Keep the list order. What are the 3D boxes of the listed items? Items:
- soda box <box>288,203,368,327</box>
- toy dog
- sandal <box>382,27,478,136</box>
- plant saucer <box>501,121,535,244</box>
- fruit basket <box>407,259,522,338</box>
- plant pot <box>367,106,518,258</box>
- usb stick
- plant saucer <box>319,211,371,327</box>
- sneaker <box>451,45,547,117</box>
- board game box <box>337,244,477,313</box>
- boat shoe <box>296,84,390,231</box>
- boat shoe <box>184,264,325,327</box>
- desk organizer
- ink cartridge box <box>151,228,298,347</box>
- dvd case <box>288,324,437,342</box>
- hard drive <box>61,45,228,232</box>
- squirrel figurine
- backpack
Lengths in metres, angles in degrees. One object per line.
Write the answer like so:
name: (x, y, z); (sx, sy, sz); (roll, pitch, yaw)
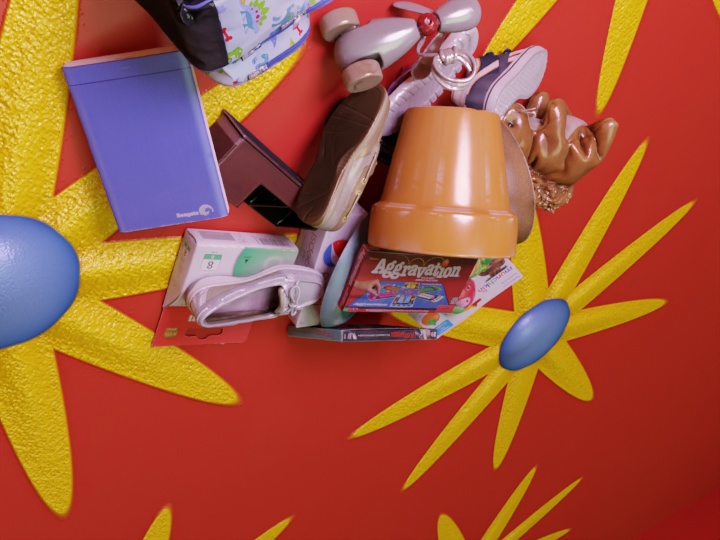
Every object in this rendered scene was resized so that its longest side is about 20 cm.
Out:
soda box: (-0.058, -0.015, 1.118); (0.068, 0.064, 0.201); (-4, 127, -36)
toy dog: (0.046, -0.282, 0.942); (0.199, 0.096, 0.133); (2, 86, -5)
sandal: (0.080, -0.262, 1.030); (0.203, 0.050, 0.083); (-44, 156, -7)
plant saucer: (0.190, -0.130, 1.112); (0.035, 0.200, 0.201); (-19, 135, -14)
fruit basket: (0.144, 0.018, 1.198); (0.185, 0.094, 0.200); (-37, 126, 14)
plant pot: (0.116, -0.119, 1.001); (0.199, 0.200, 0.184); (0, 98, -38)
usb stick: (0.030, -0.184, 1.066); (0.199, 0.033, 0.056); (19, 103, -45)
plant saucer: (0.000, 0.000, 1.122); (0.201, 0.027, 0.200); (-58, 166, -23)
sneaker: (0.204, -0.283, 1.092); (0.200, 0.079, 0.079); (-39, 143, -44)
board game box: (0.071, 0.015, 1.078); (0.199, 0.019, 0.103); (3, 122, -34)
boat shoe: (-0.015, -0.144, 0.973); (0.066, 0.074, 0.201); (29, 90, -54)
boat shoe: (-0.136, 0.040, 1.031); (0.201, 0.065, 0.075); (-4, 127, -31)
desk organizer: (-0.127, -0.111, 0.977); (0.077, 0.072, 0.200); (-44, 139, 6)
ink cartridge box: (-0.194, 0.038, 1.070); (0.160, 0.050, 0.201); (2, 121, -39)
dvd case: (0.004, 0.100, 1.216); (0.199, 0.146, 0.022); (1, 89, -40)
hard drive: (-0.234, -0.142, 0.842); (0.131, 0.025, 0.201); (-9, 124, 0)
squirrel figurine: (0.263, -0.179, 1.177); (0.186, 0.142, 0.201); (-2, 123, -29)
backpack: (-0.119, -0.299, 0.744); (0.200, 0.183, 0.147); (-36, 155, -15)
